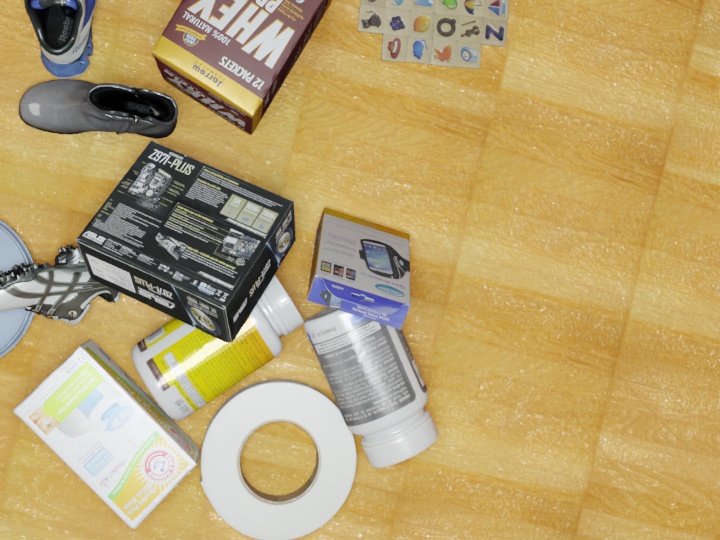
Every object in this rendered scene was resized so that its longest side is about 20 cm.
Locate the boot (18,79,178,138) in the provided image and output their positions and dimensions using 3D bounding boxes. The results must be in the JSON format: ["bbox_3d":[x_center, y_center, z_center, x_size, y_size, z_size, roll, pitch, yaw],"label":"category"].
[{"bbox_3d":[-0.315,-0.201,1.210,0.198,0.132,0.071,0,91,-8],"label":"boot"}]

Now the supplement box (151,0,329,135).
[{"bbox_3d":[-0.133,-0.289,1.200,0.132,0.197,0.201,31,87,-7],"label":"supplement box"}]

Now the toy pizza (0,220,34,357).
[{"bbox_3d":[-0.494,0.023,1.240,0.198,0.032,0.203,0,90,-7],"label":"toy pizza"}]

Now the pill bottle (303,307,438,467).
[{"bbox_3d":[0.017,0.134,1.268,0.113,0.114,0.202,-23,93,-7],"label":"pill bottle"}]

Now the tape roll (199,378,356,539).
[{"bbox_3d":[-0.105,0.240,1.292,0.201,0.037,0.205,0,91,-8],"label":"tape roll"}]

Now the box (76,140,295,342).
[{"bbox_3d":[-0.200,-0.036,1.192,0.198,0.086,0.165,23,61,12],"label":"box"}]

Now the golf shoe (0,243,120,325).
[{"bbox_3d":[-0.372,0.030,1.209,0.199,0.077,0.095,-23,107,-31],"label":"golf shoe"}]

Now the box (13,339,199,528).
[{"bbox_3d":[-0.301,0.195,1.232,0.112,0.101,0.200,-44,96,-4],"label":"box"}]

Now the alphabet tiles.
[{"bbox_3d":[0.098,-0.352,1.326,0.198,0.006,0.168,4,91,-8],"label":"alphabet tiles"}]

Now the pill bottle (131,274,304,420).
[{"bbox_3d":[-0.171,0.087,1.244,0.199,0.109,0.110,-33,95,-6],"label":"pill bottle"}]

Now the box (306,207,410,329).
[{"bbox_3d":[0.000,0.000,1.226,0.118,0.201,0.042,18,121,-7],"label":"box"}]

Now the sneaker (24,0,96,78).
[{"bbox_3d":[-0.350,-0.338,1.211,0.080,0.115,0.202,3,89,-9],"label":"sneaker"}]
